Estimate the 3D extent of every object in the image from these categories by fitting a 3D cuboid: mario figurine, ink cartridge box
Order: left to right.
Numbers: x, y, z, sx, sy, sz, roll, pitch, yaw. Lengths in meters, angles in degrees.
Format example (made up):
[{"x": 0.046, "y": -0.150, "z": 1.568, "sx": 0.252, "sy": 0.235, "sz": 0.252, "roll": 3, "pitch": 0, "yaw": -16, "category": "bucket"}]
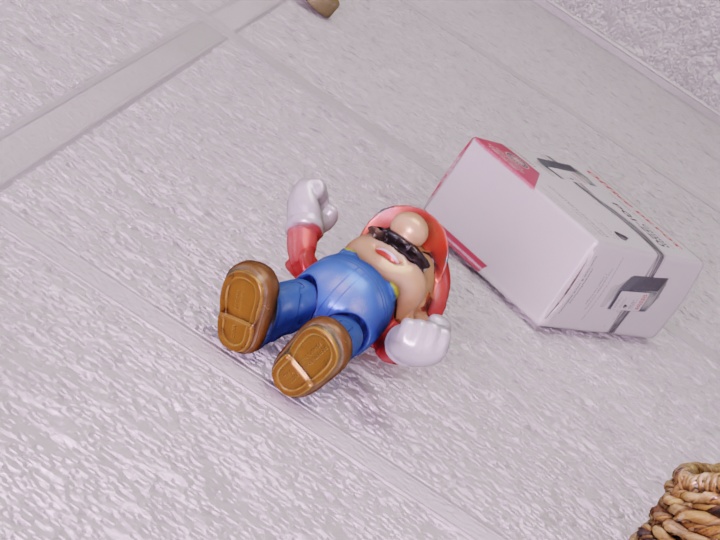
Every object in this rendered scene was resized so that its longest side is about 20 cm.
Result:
[{"x": 0.000, "y": 0.000, "z": 1.123, "sx": 0.200, "sy": 0.105, "sz": 0.124, "roll": -27, "pitch": 96, "yaw": -63, "category": "mario figurine"}, {"x": 0.163, "y": -0.023, "z": 1.542, "sx": 0.146, "sy": 0.085, "sz": 0.199, "roll": 43, "pitch": 17, "yaw": 29, "category": "ink cartridge box"}]

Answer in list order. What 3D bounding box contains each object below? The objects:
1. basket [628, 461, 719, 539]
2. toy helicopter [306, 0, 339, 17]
[{"x": 0.256, "y": 0.148, "z": 1.127, "sx": 0.143, "sy": 0.150, "sz": 0.199, "roll": 44, "pitch": 20, "yaw": 31, "category": "basket"}, {"x": -0.081, "y": -0.332, "z": 2.005, "sx": 0.200, "sy": 0.079, "sz": 0.132, "roll": 54, "pitch": 14, "yaw": 23, "category": "toy helicopter"}]
